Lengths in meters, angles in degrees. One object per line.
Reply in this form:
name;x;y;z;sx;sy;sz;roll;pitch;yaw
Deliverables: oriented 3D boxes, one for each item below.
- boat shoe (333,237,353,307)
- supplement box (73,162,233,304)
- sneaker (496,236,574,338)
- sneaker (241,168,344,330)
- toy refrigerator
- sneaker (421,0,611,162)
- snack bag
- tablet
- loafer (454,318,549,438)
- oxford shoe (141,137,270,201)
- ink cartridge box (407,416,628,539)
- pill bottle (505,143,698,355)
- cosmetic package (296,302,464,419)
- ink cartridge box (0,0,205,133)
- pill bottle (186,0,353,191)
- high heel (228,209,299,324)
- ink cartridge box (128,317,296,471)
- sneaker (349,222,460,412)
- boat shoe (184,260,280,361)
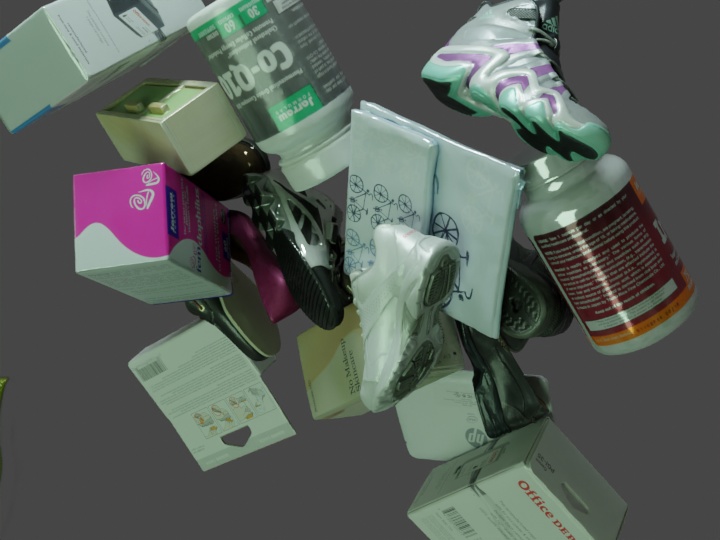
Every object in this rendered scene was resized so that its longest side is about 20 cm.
boat shoe;0.000;0.000;1.332;0.073;0.065;0.200;50;133;-7
supplement box;-0.211;-0.033;1.280;0.102;0.200;0.102;-7;78;13
sneaker;0.143;-0.005;1.233;0.200;0.114;0.076;48;113;34
sneaker;-0.047;-0.032;1.287;0.201;0.088;0.074;63;155;26
toy refrigerator;-0.203;-0.156;1.294;0.200;0.076;0.070;19;142;58
sneaker;0.160;-0.186;1.076;0.199;0.140;0.078;32;173;34
snack bag;0.063;-0.042;1.167;0.199;0.021;0.190;28;127;33
tablet;0.129;0.168;1.394;0.199;0.014;0.131;2;120;32
loafer;0.142;0.075;1.299;0.072;0.073;0.201;-15;107;5
oxford shoe;-0.185;-0.096;1.378;0.199;0.084;0.073;-12;110;36
ink cartridge box;0.174;0.267;1.369;0.147;0.083;0.200;47;135;-9
pill bottle;0.219;-0.032;1.139;0.113;0.113;0.201;-22;106;40
cosmetic package;0.017;0.086;1.327;0.200;0.071;0.106;-34;64;50
ink cartridge box;-0.274;-0.236;1.266;0.145;0.200;0.084;-24;103;40
pill bottle;-0.076;-0.188;1.228;0.113;0.113;0.201;-21;106;40
high heel;-0.132;-0.007;1.370;0.199;0.096;0.068;17;148;42
ink cartridge box;-0.179;0.149;1.557;0.199;0.045;0.177;-27;101;41
sneaker;0.029;0.041;1.182;0.099;0.078;0.201;33;121;30
boat shoe;-0.169;0.027;1.450;0.063;0.074;0.202;-41;86;30
